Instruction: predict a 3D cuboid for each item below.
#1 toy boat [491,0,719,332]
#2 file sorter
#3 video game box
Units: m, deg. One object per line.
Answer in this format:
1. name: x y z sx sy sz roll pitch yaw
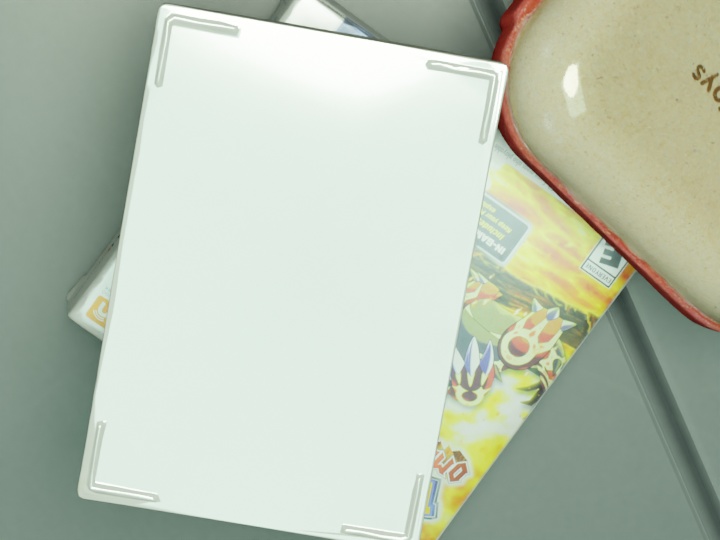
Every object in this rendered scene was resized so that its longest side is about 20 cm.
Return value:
1. toy boat: 0.132 -0.062 1.192 0.200 0.131 0.131 43 78 -21
2. file sorter: -0.031 -0.005 1.151 0.139 0.125 0.200 10 99 -5
3. video game box: 0.000 0.000 1.241 0.200 0.047 0.182 34 99 -10
